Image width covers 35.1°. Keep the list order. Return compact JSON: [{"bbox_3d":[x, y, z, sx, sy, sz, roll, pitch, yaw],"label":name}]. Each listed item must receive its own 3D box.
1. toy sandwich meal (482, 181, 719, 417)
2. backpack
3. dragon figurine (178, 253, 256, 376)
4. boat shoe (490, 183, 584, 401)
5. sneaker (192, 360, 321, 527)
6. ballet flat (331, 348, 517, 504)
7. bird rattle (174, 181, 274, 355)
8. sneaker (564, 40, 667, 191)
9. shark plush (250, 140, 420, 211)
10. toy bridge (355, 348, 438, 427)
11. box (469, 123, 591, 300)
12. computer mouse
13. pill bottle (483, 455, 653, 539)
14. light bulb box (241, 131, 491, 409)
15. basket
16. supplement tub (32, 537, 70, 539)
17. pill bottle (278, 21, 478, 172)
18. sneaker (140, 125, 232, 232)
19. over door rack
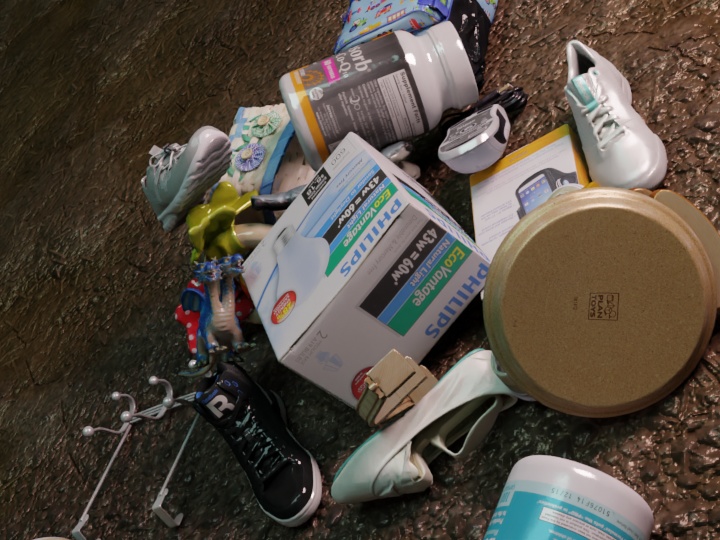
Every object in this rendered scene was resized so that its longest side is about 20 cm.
[{"bbox_3d":[0.196,0.019,0.920,0.205,0.205,0.070,-41,5,8],"label":"toy sandwich meal"},{"bbox_3d":[0.072,-0.308,1.385,0.182,0.135,0.200,-15,43,36],"label":"backpack"},{"bbox_3d":[-0.156,0.049,1.208,0.200,0.059,0.100,132,128,-64],"label":"dragon figurine"},{"bbox_3d":[0.164,0.012,0.983,0.072,0.062,0.201,3,70,36],"label":"boat shoe"},{"bbox_3d":[-0.114,0.166,1.132,0.073,0.112,0.200,-44,35,5],"label":"sneaker"},{"bbox_3d":[0.059,0.153,1.011,0.200,0.069,0.069,-42,35,4],"label":"ballet flat"},{"bbox_3d":[-0.130,0.011,1.274,0.162,0.201,0.113,6,27,9],"label":"bird rattle"},{"bbox_3d":[0.231,-0.148,1.095,0.075,0.088,0.200,-31,38,19],"label":"sneaker"},{"bbox_3d":[-0.020,-0.082,1.259,0.199,0.091,0.083,-24,25,-15],"label":"shark plush"},{"bbox_3d":[0.027,0.106,0.991,0.067,0.200,0.027,-44,76,2],"label":"toy bridge"},{"bbox_3d":[0.170,-0.041,1.100,0.119,0.041,0.200,-27,42,26],"label":"box"},{"bbox_3d":[0.124,-0.140,1.202,0.109,0.044,0.200,-25,16,20],"label":"computer mouse"},{"bbox_3d":[0.126,0.241,0.803,0.111,0.111,0.200,0,55,47],"label":"pill bottle"},{"bbox_3d":[0.000,0.000,1.133,0.198,0.125,0.200,-51,29,9],"label":"light bulb box"},{"bbox_3d":[-0.071,-0.108,1.350,0.199,0.139,0.177,12,60,13],"label":"basket"},{"bbox_3d":[-0.286,0.340,1.114,0.200,0.145,0.146,-4,53,45],"label":"supplement tub"},{"bbox_3d":[0.020,-0.193,1.246,0.199,0.117,0.117,-22,38,1],"label":"pill bottle"},{"bbox_3d":[-0.208,-0.111,1.274,0.075,0.082,0.200,-42,0,-34],"label":"sneaker"},{"bbox_3d":[-0.251,0.202,1.283,0.147,0.067,0.201,-22,42,32],"label":"over door rack"}]
